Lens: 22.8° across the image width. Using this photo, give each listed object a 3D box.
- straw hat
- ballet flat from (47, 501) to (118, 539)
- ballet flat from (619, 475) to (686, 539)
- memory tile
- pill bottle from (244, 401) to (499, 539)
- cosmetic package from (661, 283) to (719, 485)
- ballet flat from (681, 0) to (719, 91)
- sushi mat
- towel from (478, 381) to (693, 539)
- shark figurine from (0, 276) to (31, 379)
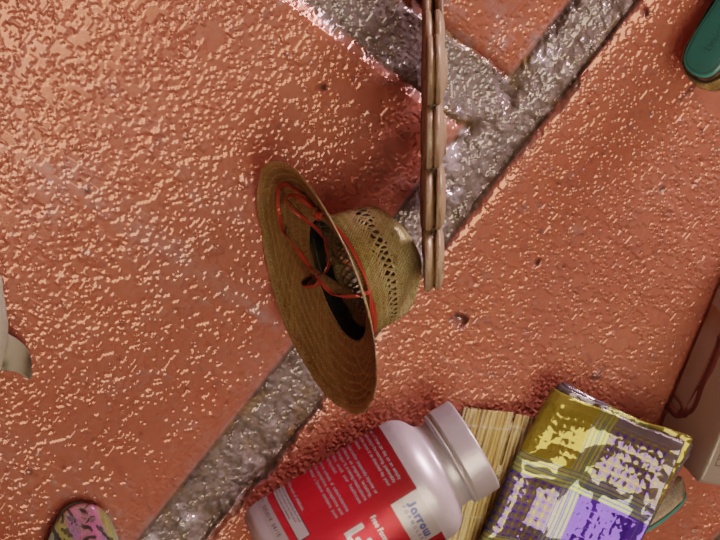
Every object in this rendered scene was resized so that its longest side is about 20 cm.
[{"bbox_3d":[0.000,0.000,1.360,0.085,0.201,0.203,-21,121,-22],"label":"straw hat"},{"bbox_3d":[-0.233,0.292,1.476,0.068,0.071,0.202,4,113,-21],"label":"ballet flat"},{"bbox_3d":[0.203,0.227,1.610,0.199,0.067,0.063,-31,108,-4],"label":"ballet flat"},{"bbox_3d":[0.055,-0.101,1.345,0.017,0.154,0.202,-1,118,0],"label":"memory tile"},{"bbox_3d":[0.012,0.198,1.495,0.199,0.112,0.113,-32,121,-3],"label":"pill bottle"},{"bbox_3d":[0.355,0.087,1.581,0.103,0.087,0.201,12,109,-26],"label":"cosmetic package"},{"bbox_3d":[0.329,-0.233,1.435,0.070,0.071,0.201,22,105,-28],"label":"ballet flat"},{"bbox_3d":[0.111,0.219,1.570,0.095,0.012,0.202,12,100,-9],"label":"sushi mat"},{"bbox_3d":[0.190,0.208,1.560,0.143,0.023,0.201,25,97,-13],"label":"towel"},{"bbox_3d":[-0.319,0.097,1.334,0.089,0.216,0.128,7,153,17],"label":"shark figurine"}]
